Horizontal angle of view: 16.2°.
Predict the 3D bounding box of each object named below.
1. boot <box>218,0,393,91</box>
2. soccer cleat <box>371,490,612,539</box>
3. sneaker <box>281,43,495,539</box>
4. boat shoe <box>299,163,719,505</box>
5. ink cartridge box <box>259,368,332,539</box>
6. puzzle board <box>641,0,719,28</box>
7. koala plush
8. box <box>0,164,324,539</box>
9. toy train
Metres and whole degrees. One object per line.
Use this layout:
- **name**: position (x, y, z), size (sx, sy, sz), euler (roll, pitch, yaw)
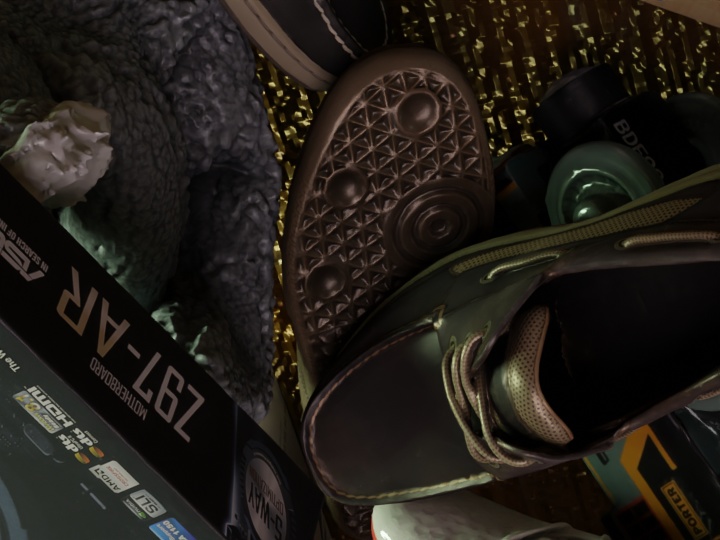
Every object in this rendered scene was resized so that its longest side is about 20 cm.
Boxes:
- **boot**: position (0.011, -0.158, 0.771), size (0.151, 0.073, 0.200), euler (-13, 114, 20)
- **soccer cleat**: position (0.095, 0.117, 0.816), size (0.200, 0.069, 0.085), euler (35, 128, 15)
- **sneaker**: position (0.000, 0.000, 0.867), size (0.070, 0.076, 0.200), euler (-6, 127, -13)
- **boat shoe**: position (0.056, 0.023, 0.773), size (0.200, 0.073, 0.075), euler (-29, 91, 29)
- **ink cartridge box**: position (-0.080, 0.136, 0.957), size (0.145, 0.084, 0.200), euler (-11, 121, 10)
- **puzzle board**: position (0.140, -0.146, 0.814), size (0.200, 0.017, 0.151), euler (18, 122, -9)
- **koala plush**: position (-0.126, -0.032, 0.763), size (0.177, 0.200, 0.184), euler (11, 95, 19)
- **box**: position (-0.133, 0.038, 0.682), size (0.160, 0.044, 0.200), euler (-24, 122, 31)
- **toy train**: position (0.108, 0.030, 0.851), size (0.200, 0.085, 0.114), euler (55, 133, 5)
